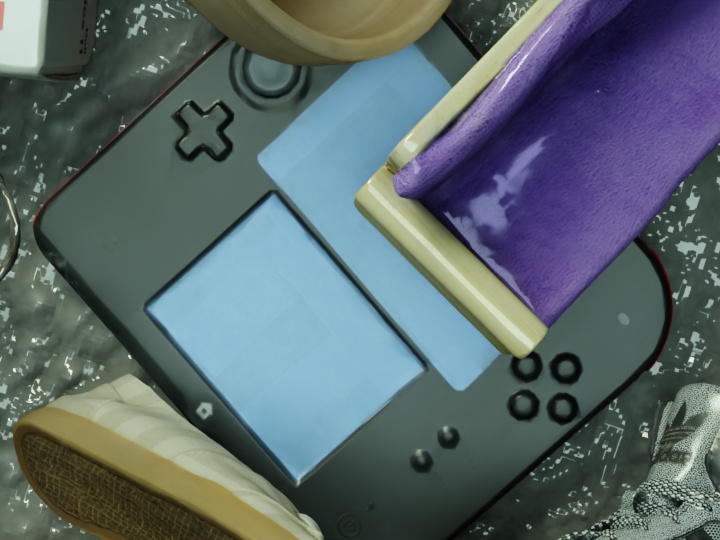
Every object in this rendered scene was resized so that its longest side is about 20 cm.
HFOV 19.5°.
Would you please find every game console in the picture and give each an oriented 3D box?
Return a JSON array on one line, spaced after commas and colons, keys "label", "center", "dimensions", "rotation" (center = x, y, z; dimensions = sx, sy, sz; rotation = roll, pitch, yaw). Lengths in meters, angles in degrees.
[{"label": "game console", "center": [0.000, 0.000, 0.796], "dimensions": [0.177, 0.031, 0.200], "rotation": [-41, 91, 2]}]

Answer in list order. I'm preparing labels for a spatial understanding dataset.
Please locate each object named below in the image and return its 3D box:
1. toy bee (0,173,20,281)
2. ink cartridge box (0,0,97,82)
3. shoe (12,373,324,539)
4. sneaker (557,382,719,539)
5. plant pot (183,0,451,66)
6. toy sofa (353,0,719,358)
[{"label": "toy bee", "center": [-0.204, -0.036, 0.702], "dimensions": [0.130, 0.109, 0.201], "rotation": [-29, 74, -14]}, {"label": "ink cartridge box", "center": [-0.197, -0.152, 0.775], "dimensions": [0.198, 0.083, 0.148], "rotation": [6, 96, 3]}, {"label": "shoe", "center": [-0.049, 0.089, 0.754], "dimensions": [0.199, 0.053, 0.070], "rotation": [29, 134, 40]}, {"label": "sneaker", "center": [0.100, 0.094, 0.757], "dimensions": [0.199, 0.075, 0.115], "rotation": [14, 76, -30]}, {"label": "plant pot", "center": [-0.043, -0.169, 0.721], "dimensions": [0.092, 0.200, 0.203], "rotation": [-1, 97, 34]}, {"label": "toy sofa", "center": [0.093, -0.067, 0.733], "dimensions": [0.083, 0.098, 0.200], "rotation": [44, 82, -1]}]
